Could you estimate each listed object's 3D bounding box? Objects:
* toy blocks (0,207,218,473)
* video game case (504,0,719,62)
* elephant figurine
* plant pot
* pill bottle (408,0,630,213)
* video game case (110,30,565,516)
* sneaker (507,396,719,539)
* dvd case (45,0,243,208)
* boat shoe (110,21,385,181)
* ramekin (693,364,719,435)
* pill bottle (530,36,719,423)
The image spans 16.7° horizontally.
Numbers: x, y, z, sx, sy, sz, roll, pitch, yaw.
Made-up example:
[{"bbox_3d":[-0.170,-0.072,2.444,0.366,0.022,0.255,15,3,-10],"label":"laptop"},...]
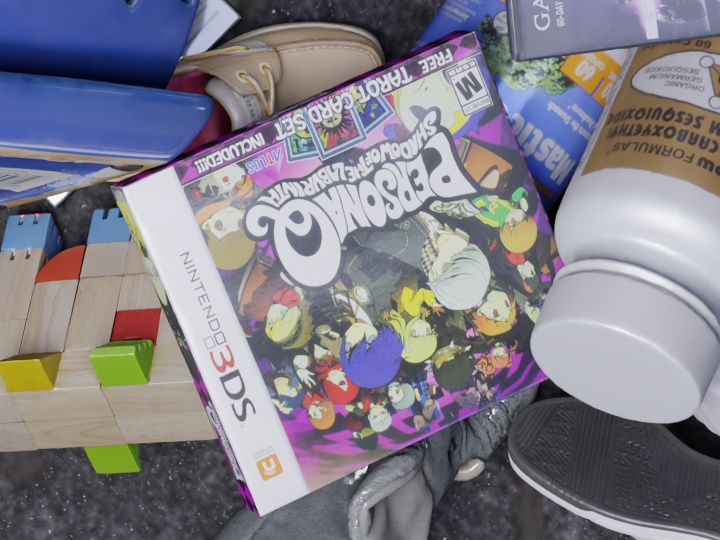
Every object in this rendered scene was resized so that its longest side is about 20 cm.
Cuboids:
[{"bbox_3d":[-0.122,0.024,1.324,0.199,0.100,0.137,-4,49,13],"label":"toy blocks"},{"bbox_3d":[0.165,-0.183,1.182,0.199,0.019,0.144,-7,109,-2],"label":"video game case"},{"bbox_3d":[-0.002,0.115,1.324,0.141,0.155,0.201,24,96,3],"label":"elephant figurine"},{"bbox_3d":[-0.193,-0.129,1.201,0.199,0.199,0.181,-13,80,41],"label":"plant pot"},{"bbox_3d":[0.054,-0.060,1.326,0.112,0.112,0.200,34,91,-3],"label":"pill bottle"},{"bbox_3d":[0.000,0.000,1.240,0.199,0.036,0.182,-24,101,-12],"label":"video game case"},{"bbox_3d":[0.174,0.144,1.345,0.199,0.121,0.084,20,54,17],"label":"sneaker"},{"bbox_3d":[-0.187,-0.157,1.359,0.200,0.025,0.150,45,90,-4],"label":"dvd case"},{"bbox_3d":[-0.075,-0.084,1.329,0.199,0.069,0.074,-16,108,-11],"label":"boat shoe"},{"bbox_3d":[0.240,0.009,1.303,0.201,0.094,0.203,-12,51,16],"label":"ramekin"},{"bbox_3d":[0.161,-0.031,1.230,0.114,0.114,0.201,27,64,-3],"label":"pill bottle"}]
